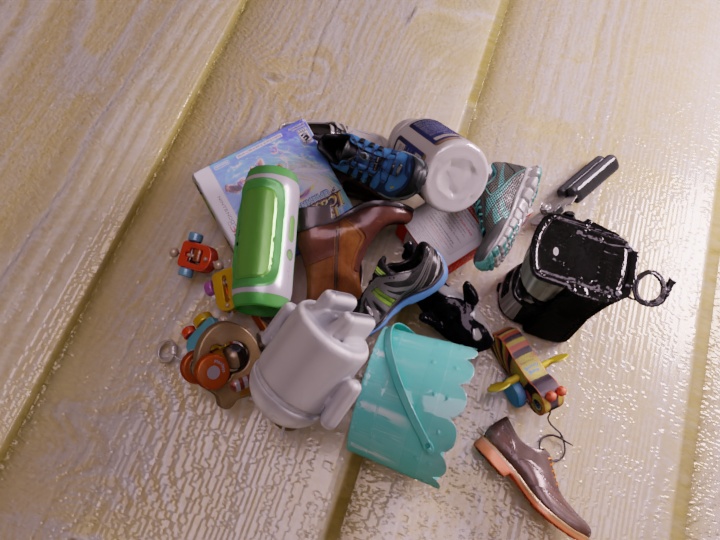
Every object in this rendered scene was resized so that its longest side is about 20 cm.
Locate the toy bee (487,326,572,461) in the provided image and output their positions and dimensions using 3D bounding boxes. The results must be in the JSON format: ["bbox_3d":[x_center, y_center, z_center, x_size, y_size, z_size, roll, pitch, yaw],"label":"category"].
[{"bbox_3d":[0.265,0.165,0.925,0.200,0.109,0.131,43,70,12],"label":"toy bee"}]

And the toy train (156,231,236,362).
[{"bbox_3d":[-0.236,0.048,0.959,0.148,0.056,0.203,8,82,25],"label":"toy train"}]

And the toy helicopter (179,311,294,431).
[{"bbox_3d":[-0.147,0.149,0.893,0.200,0.079,0.133,48,64,-22],"label":"toy helicopter"}]

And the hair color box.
[{"bbox_3d":[0.170,-0.079,1.036,0.199,0.064,0.112,-31,74,-13],"label":"hair color box"}]

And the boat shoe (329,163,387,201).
[{"bbox_3d":[-0.041,-0.152,1.046,0.197,0.072,0.073,15,67,-5],"label":"boat shoe"}]

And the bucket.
[{"bbox_3d":[0.070,0.179,0.859,0.133,0.208,0.209,16,68,8],"label":"bucket"}]

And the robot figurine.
[{"bbox_3d":[-0.067,0.120,0.807,0.201,0.112,0.170,-51,56,15],"label":"robot figurine"}]

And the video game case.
[{"bbox_3d":[-0.129,-0.110,0.975,0.199,0.045,0.183,-30,92,-15],"label":"video game case"}]

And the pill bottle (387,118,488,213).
[{"bbox_3d":[0.113,-0.177,1.001,0.110,0.112,0.200,-16,30,-10],"label":"pill bottle"}]

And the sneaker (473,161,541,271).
[{"bbox_3d":[0.209,-0.089,0.982,0.090,0.078,0.201,22,65,20],"label":"sneaker"}]

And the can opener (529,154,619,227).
[{"bbox_3d":[0.370,-0.126,1.083,0.200,0.052,0.067,-43,112,-16],"label":"can opener"}]

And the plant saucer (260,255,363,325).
[{"bbox_3d":[-0.095,0.006,1.000,0.197,0.032,0.203,1,70,-3],"label":"plant saucer"}]

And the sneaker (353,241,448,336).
[{"bbox_3d":[0.030,0.027,0.893,0.198,0.071,0.083,-34,116,-4],"label":"sneaker"}]

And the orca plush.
[{"bbox_3d":[0.115,0.047,0.944,0.071,0.105,0.202,-27,86,-43],"label":"orca plush"}]

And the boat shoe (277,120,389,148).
[{"bbox_3d":[-0.045,-0.223,1.073,0.197,0.066,0.073,8,68,-2],"label":"boat shoe"}]

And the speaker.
[{"bbox_3d":[-0.133,-0.041,0.887,0.087,0.089,0.203,4,73,-3],"label":"speaker"}]

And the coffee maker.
[{"bbox_3d":[0.313,0.031,0.930,0.192,0.200,0.135,42,74,14],"label":"coffee maker"}]

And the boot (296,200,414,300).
[{"bbox_3d":[0.000,0.000,0.943,0.186,0.068,0.203,-7,90,-19],"label":"boot"}]

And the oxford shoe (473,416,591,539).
[{"bbox_3d":[0.256,0.295,0.887,0.073,0.071,0.200,-44,77,-6],"label":"oxford shoe"}]

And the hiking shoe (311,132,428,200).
[{"bbox_3d":[0.011,-0.155,0.929,0.199,0.086,0.075,24,98,45],"label":"hiking shoe"}]
